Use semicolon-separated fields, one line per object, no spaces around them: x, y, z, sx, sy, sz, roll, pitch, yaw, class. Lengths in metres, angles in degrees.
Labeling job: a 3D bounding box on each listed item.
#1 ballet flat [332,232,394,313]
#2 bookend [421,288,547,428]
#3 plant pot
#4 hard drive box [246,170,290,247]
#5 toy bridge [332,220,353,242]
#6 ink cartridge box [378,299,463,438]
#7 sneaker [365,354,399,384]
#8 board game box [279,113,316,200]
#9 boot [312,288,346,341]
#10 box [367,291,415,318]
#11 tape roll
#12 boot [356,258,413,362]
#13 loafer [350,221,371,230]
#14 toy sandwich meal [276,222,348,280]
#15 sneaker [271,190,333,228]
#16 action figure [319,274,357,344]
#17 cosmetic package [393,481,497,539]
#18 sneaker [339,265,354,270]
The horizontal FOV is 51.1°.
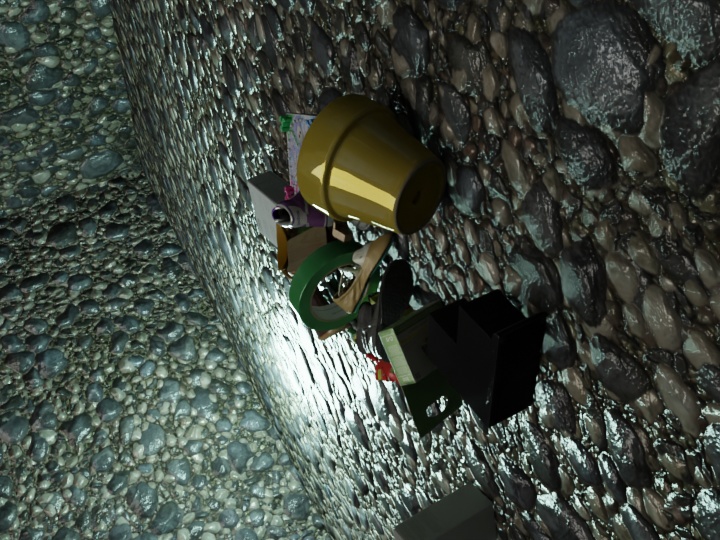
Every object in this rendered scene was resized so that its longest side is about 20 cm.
0.000;0.000;1.484;0.062;0.069;0.202;26;119;-2;ballet flat
0.187;0.101;1.195;0.200;0.091;0.202;48;151;43;bookend
0.028;-0.154;1.210;0.187;0.200;0.203;33;144;31;plant pot
-0.209;-0.147;1.942;0.200;0.076;0.159;40;147;52;hard drive box
-0.030;-0.154;1.443;0.067;0.027;0.204;31;121;31;toy bridge
0.125;0.174;1.346;0.048;0.144;0.204;-21;92;46;ink cartridge box
0.072;0.221;1.611;0.200;0.084;0.078;48;153;41;sneaker
-0.129;-0.238;1.658;0.199;0.025;0.205;25;122;60;board game box
-0.107;0.078;1.782;0.169;0.071;0.200;66;162;-3;boot
0.086;0.109;1.513;0.199;0.049;0.077;35;142;56;box
-0.052;0.033;1.564;0.048;0.197;0.203;47;152;40;tape roll
0.036;0.072;1.474;0.131;0.068;0.205;14;92;64;boot
-0.017;-0.177;1.486;0.071;0.062;0.203;-33;83;37;loafer
-0.113;-0.062;1.634;0.206;0.205;0.070;49;-178;39;toy sandwich meal
-0.127;-0.134;1.503;0.201;0.112;0.074;-130;34;-70;sneaker
-0.037;0.115;1.826;0.201;0.054;0.119;53;153;23;action figure
0.174;0.532;1.519;0.085;0.197;0.110;32;138;53;cosmetic package
-0.074;-0.029;1.723;0.200;0.083;0.122;44;153;39;sneaker
